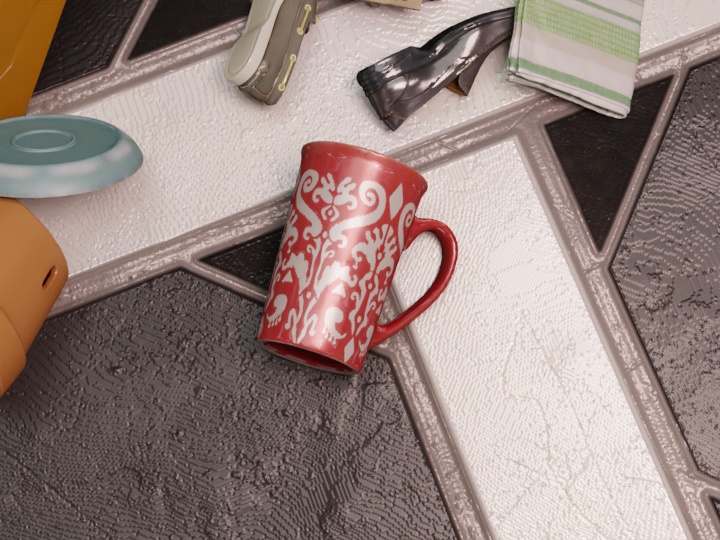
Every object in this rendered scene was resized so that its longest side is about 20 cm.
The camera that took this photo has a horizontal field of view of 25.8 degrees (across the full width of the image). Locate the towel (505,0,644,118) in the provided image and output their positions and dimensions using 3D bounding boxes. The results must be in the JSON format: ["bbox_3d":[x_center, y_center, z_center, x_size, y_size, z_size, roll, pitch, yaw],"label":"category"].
[{"bbox_3d":[0.227,-0.270,1.634,0.148,0.031,0.202,17,70,-22],"label":"towel"}]

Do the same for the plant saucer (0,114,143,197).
[{"bbox_3d":[-0.318,-0.120,1.575,0.198,0.201,0.028,4,114,5],"label":"plant saucer"}]

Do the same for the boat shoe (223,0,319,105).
[{"bbox_3d":[-0.080,-0.266,1.661,0.060,0.072,0.203,36,60,-27],"label":"boat shoe"}]

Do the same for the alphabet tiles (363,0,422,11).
[{"bbox_3d":[0.034,-0.378,1.643,0.165,0.008,0.202,11,86,3],"label":"alphabet tiles"}]

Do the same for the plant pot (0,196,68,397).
[{"bbox_3d":[-0.382,0.009,1.539,0.199,0.201,0.140,33,61,13],"label":"plant pot"}]

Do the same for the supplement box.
[{"bbox_3d":[-0.427,-0.285,1.611,0.199,0.133,0.199,29,109,12],"label":"supplement box"}]

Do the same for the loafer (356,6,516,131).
[{"bbox_3d":[0.096,-0.215,1.636,0.198,0.073,0.073,-26,97,-5],"label":"loafer"}]

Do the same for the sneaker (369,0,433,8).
[{"bbox_3d":[0.076,-0.350,1.678,0.199,0.075,0.116,-36,81,0],"label":"sneaker"}]

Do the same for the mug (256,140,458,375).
[{"bbox_3d":[-0.004,-0.004,1.539,0.176,0.134,0.202,15,77,10],"label":"mug"}]
